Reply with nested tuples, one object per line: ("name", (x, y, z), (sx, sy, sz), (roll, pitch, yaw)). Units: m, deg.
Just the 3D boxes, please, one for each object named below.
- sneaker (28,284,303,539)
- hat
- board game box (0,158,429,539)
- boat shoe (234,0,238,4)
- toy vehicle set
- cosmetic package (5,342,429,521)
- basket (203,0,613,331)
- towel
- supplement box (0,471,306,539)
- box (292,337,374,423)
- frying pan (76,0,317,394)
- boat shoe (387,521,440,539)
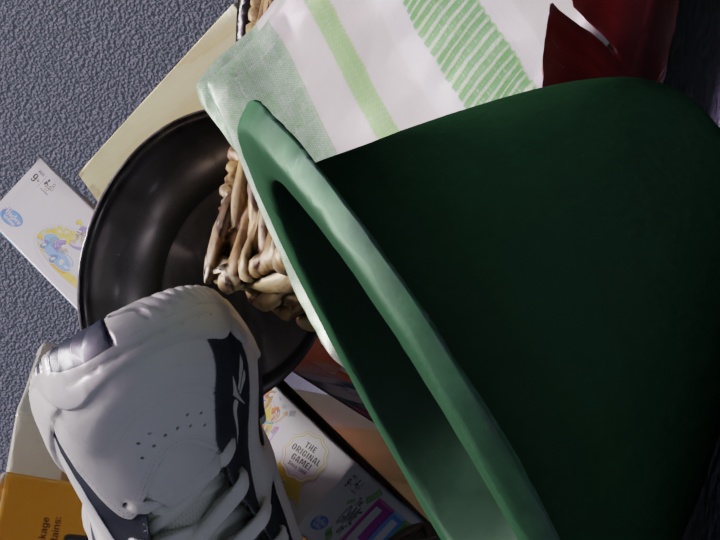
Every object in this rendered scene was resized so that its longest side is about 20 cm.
("sneaker", (-0.047, 0.097, 0.797), (0.130, 0.079, 0.200), (59, 159, 24))
("hat", (0.082, -0.015, 0.564), (0.201, 0.175, 0.166), (63, 172, -25))
("board game box", (-0.053, 0.048, 0.980), (0.034, 0.200, 0.134), (-47, -30, -2))
("boat shoe", (0.015, -0.121, 1.154), (0.200, 0.074, 0.074), (-31, -68, -46))
("toy vehicle set", (-0.013, -0.092, 0.984), (0.200, 0.027, 0.124), (-32, -7, -46))
("cosmetic package", (-0.061, 0.097, 1.121), (0.105, 0.199, 0.072), (-96, 17, -73))
("basket", (0.056, -0.070, 0.796), (0.142, 0.148, 0.201), (-24, 49, 45))
("towel", (0.029, -0.092, 0.690), (0.200, 0.023, 0.153), (-52, 35, 18))
("supplement box", (-0.064, 0.142, 1.038), (0.069, 0.199, 0.067), (105, 174, -54))
("box", (0.000, 0.000, 1.014), (0.103, 0.094, 0.200), (-58, 3, 0))
("frying pan", (-0.031, -0.033, 0.864), (0.031, 0.115, 0.191), (20, 79, 47))
("boat shoe", (0.005, 0.188, 0.870), (0.060, 0.072, 0.203), (-115, 41, -79))
